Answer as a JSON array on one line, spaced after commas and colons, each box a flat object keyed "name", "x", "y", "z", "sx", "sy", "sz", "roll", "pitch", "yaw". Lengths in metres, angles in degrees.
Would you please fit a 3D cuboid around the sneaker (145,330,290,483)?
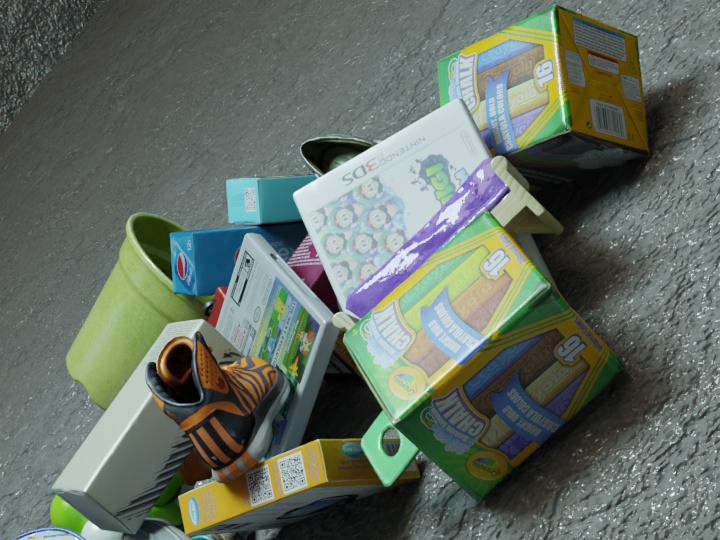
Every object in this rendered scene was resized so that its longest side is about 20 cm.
[{"name": "sneaker", "x": -0.123, "y": 0.093, "z": 1.269, "sx": 0.077, "sy": 0.112, "sz": 0.200, "roll": -35, "pitch": 14, "yaw": 7}]

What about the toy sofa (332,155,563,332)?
[{"name": "toy sofa", "x": 0.067, "y": -0.009, "z": 1.246, "sx": 0.200, "sy": 0.098, "sz": 0.083, "roll": -44, "pitch": -21, "yaw": 8}]

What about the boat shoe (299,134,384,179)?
[{"name": "boat shoe", "x": 0.019, "y": -0.086, "z": 1.385, "sx": 0.200, "sy": 0.066, "sz": 0.072, "roll": 20, "pitch": 91, "yaw": 43}]

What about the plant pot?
[{"name": "plant pot", "x": -0.234, "y": 0.068, "z": 1.680, "sx": 0.185, "sy": 0.200, "sz": 0.201, "roll": -51, "pitch": 21, "yaw": 14}]

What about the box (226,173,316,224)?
[{"name": "box", "x": -0.040, "y": -0.082, "z": 1.600, "sx": 0.199, "sy": 0.050, "sz": 0.082, "roll": -6, "pitch": 5, "yaw": -29}]

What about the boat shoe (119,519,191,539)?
[{"name": "boat shoe", "x": -0.173, "y": 0.276, "z": 1.276, "sx": 0.070, "sy": 0.071, "sz": 0.201, "roll": -53, "pitch": 41, "yaw": 5}]

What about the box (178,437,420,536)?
[{"name": "box", "x": -0.062, "y": 0.188, "z": 1.256, "sx": 0.199, "sy": 0.119, "sz": 0.042, "roll": -24, "pitch": 71, "yaw": 37}]

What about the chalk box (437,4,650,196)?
[{"name": "chalk box", "x": 0.155, "y": -0.149, "z": 1.393, "sx": 0.199, "sy": 0.124, "sz": 0.125, "roll": -18, "pitch": 70, "yaw": 45}]

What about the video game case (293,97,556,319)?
[{"name": "video game case", "x": 0.054, "y": -0.026, "z": 1.311, "sx": 0.181, "sy": 0.201, "sz": 0.024, "roll": -29, "pitch": -18, "yaw": 13}]

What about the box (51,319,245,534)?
[{"name": "box", "x": -0.194, "y": 0.143, "z": 1.369, "sx": 0.082, "sy": 0.068, "sz": 0.201, "roll": -8, "pitch": 44, "yaw": 57}]

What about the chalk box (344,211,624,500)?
[{"name": "chalk box", "x": 0.077, "y": 0.080, "z": 1.143, "sx": 0.200, "sy": 0.124, "sz": 0.125, "roll": -42, "pitch": 37, "yaw": 4}]

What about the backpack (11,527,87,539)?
[{"name": "backpack", "x": -0.296, "y": 0.324, "z": 1.307, "sx": 0.190, "sy": 0.154, "sz": 0.200, "roll": -32, "pitch": 62, "yaw": -15}]

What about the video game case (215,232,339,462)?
[{"name": "video game case", "x": -0.094, "y": 0.093, "z": 1.397, "sx": 0.182, "sy": 0.022, "sz": 0.201, "roll": 45, "pitch": 122, "yaw": 50}]

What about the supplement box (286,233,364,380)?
[{"name": "supplement box", "x": 0.000, "y": 0.000, "z": 1.472, "sx": 0.085, "sy": 0.110, "sz": 0.200, "roll": -5, "pitch": 45, "yaw": 56}]

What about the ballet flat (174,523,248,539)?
[{"name": "ballet flat", "x": -0.184, "y": 0.273, "z": 1.395, "sx": 0.199, "sy": 0.068, "sz": 0.075, "roll": -24, "pitch": 8, "yaw": 29}]

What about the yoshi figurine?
[{"name": "yoshi figurine", "x": -0.236, "y": 0.221, "z": 1.467, "sx": 0.200, "sy": 0.112, "sz": 0.112, "roll": -40, "pitch": 33, "yaw": 7}]

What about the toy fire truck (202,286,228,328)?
[{"name": "toy fire truck", "x": -0.104, "y": 0.068, "z": 1.542, "sx": 0.049, "sy": 0.140, "sz": 0.201, "roll": 51, "pitch": 125, "yaw": 39}]

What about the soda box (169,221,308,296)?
[{"name": "soda box", "x": -0.100, "y": -0.016, "z": 1.576, "sx": 0.199, "sy": 0.068, "sz": 0.064, "roll": -7, "pitch": 5, "yaw": -30}]
